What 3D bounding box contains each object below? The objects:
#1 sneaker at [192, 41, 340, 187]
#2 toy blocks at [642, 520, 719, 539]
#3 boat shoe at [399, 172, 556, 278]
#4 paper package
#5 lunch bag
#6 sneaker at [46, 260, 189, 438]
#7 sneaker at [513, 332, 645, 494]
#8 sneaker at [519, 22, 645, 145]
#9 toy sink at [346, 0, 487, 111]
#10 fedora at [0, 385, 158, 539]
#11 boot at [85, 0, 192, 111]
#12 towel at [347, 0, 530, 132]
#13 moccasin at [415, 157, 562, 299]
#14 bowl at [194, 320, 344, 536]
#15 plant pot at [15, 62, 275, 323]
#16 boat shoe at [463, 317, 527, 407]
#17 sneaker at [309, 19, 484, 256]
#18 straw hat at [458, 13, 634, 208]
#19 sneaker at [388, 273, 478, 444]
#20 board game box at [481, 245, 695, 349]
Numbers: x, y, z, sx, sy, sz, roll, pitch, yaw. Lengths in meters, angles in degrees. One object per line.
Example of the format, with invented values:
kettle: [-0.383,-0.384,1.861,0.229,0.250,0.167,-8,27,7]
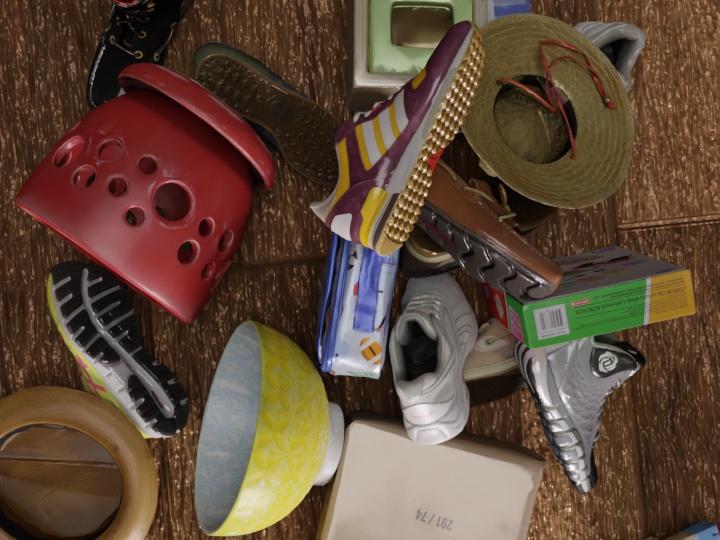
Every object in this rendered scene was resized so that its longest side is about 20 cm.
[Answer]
sneaker: [-0.086,-0.165,1.035,0.199,0.090,0.067,33,103,-31]
toy blocks: [0.323,0.346,1.035,0.135,0.100,0.202,-19,89,-13]
boat shoe: [0.113,-0.047,1.023,0.198,0.065,0.074,-18,66,-34]
paper package: [0.061,0.250,1.015,0.197,0.103,0.193,14,88,-2]
lunch bag: [0.000,0.000,0.990,0.074,0.160,0.203,8,89,-2]
sneaker: [-0.255,0.087,1.016,0.078,0.090,0.202,-33,94,-45]
sneaker: [0.231,0.128,1.001,0.114,0.075,0.201,-26,125,0]
sneaker: [0.211,-0.168,1.007,0.077,0.099,0.202,32,78,-19]
toy sink: [0.053,-0.263,1.001,0.128,0.112,0.203,2,85,-4]
fedora: [-0.291,0.204,1.011,0.198,0.082,0.204,0,91,1]
boot: [-0.219,-0.246,0.992,0.073,0.151,0.201,31,88,-1]
towel: [0.086,-0.212,1.067,0.197,0.024,0.149,-6,87,-4]
moccasin: [0.094,-0.051,0.893,0.201,0.074,0.078,37,69,20]
bowl: [-0.078,0.156,0.981,0.106,0.200,0.203,13,88,-20]
plant pot: [-0.192,-0.077,0.973,0.199,0.200,0.184,34,79,-1]
boat shoe: [0.145,0.084,1.044,0.198,0.072,0.066,-18,60,1]
sneaker: [0.027,-0.119,0.837,0.089,0.075,0.202,27,93,20]
straw hat: [0.150,-0.128,0.937,0.199,0.085,0.204,10,65,-21]
sneaker: [0.066,0.058,0.984,0.077,0.202,0.100,-13,134,14]
board game box: [0.207,0.020,0.975,0.151,0.200,0.041,-12,98,-2]
